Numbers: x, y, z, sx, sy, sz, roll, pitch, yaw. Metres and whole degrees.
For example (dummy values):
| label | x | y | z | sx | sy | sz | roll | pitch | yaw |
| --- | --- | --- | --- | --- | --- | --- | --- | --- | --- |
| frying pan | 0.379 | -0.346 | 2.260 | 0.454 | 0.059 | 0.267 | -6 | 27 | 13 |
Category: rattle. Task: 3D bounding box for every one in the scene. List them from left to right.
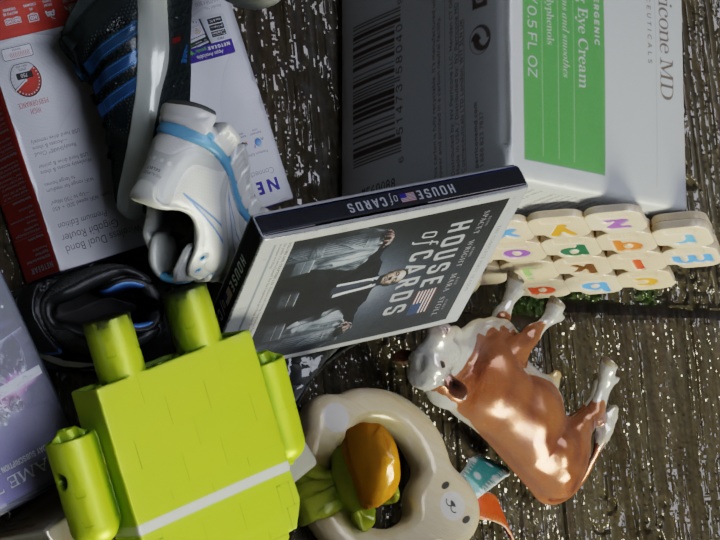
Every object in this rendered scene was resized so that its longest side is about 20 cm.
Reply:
| label | x | y | z | sx | sy | sz | roll | pitch | yaw |
| --- | --- | --- | --- | --- | --- | --- | --- | --- | --- |
| rattle | 0.060 | 0.140 | 1.665 | 0.199 | 0.143 | 0.131 | 20 | 50 | -25 |

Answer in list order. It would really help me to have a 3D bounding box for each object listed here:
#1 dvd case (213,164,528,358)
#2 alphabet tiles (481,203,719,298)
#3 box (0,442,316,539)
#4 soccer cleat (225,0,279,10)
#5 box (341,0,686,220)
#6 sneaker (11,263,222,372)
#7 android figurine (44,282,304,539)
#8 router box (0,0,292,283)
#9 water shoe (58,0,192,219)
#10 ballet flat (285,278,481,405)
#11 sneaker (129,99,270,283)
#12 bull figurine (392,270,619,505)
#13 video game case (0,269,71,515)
| label | x | y | z | sx | sy | sz | roll | pitch | yaw |
| --- | --- | --- | --- | --- | --- | --- | --- | --- | --- |
| dvd case | 0.000 | 0.000 | 1.567 | 0.199 | 0.151 | 0.025 | -11 | 58 | -28 |
| alphabet tiles | 0.155 | -0.015 | 1.721 | 0.196 | 0.198 | 0.015 | 46 | 41 | -67 |
| box | -0.134 | 0.149 | 1.544 | 0.200 | 0.095 | 0.078 | -37 | 102 | -37 |
| soccer cleat | -0.125 | -0.222 | 1.594 | 0.077 | 0.200 | 0.070 | -22 | 134 | -33 |
| box | 0.107 | -0.127 | 1.716 | 0.170 | 0.199 | 0.201 | 9 | 75 | -36 |
| sneaker | -0.136 | 0.031 | 1.556 | 0.199 | 0.112 | 0.074 | -8 | 85 | -37 |
| android figurine | -0.106 | 0.115 | 1.481 | 0.181 | 0.041 | 0.201 | -23 | 100 | -38 |
| router box | -0.159 | -0.105 | 1.610 | 0.199 | 0.049 | 0.181 | -20 | 91 | -38 |
| water shoe | -0.154 | -0.136 | 1.554 | 0.071 | 0.078 | 0.202 | -18 | 115 | -73 |
| ballet flat | 0.007 | 0.042 | 1.686 | 0.199 | 0.067 | 0.057 | -24 | 75 | -30 |
| sneaker | -0.099 | -0.017 | 1.542 | 0.087 | 0.075 | 0.200 | -59 | 144 | -23 |
| bull figurine | 0.111 | 0.080 | 1.733 | 0.122 | 0.065 | 0.200 | -50 | 123 | -15 |
| video game case | -0.266 | 0.061 | 1.457 | 0.142 | 0.019 | 0.201 | -27 | 99 | -26 |
